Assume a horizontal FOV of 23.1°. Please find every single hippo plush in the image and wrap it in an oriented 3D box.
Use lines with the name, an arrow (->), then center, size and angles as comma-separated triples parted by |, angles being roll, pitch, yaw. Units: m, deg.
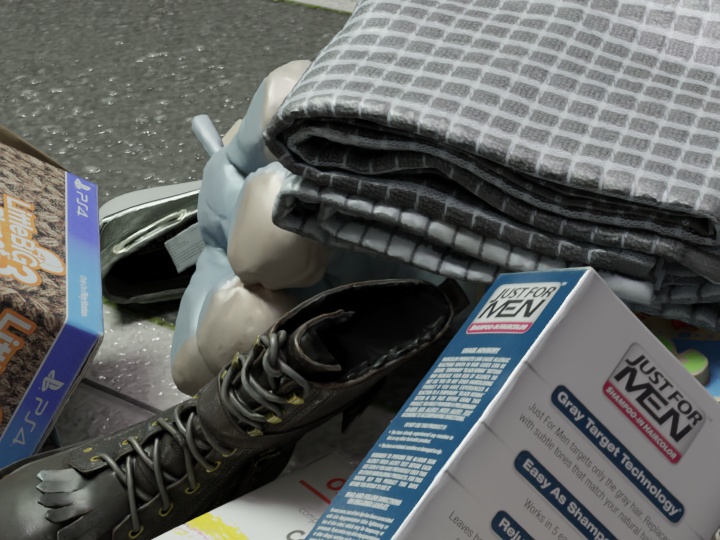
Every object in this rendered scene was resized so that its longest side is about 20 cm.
hippo plush -> 0.000, 0.000, 0.861 | 0.161, 0.159, 0.200 | 14, -10, -16

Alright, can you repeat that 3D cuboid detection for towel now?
towel -> 0.081, -0.066, 0.729 | 0.200, 0.086, 0.166 | 14, 40, 16

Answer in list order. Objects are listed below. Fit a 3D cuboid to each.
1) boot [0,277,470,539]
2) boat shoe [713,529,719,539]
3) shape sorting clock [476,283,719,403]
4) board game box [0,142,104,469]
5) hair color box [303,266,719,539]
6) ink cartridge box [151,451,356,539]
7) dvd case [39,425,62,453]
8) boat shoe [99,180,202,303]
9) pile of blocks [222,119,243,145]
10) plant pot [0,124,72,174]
boot -> -0.067, 0.065, 0.700 | 0.200, 0.069, 0.174 | -26, -10, -41
boat shoe -> 0.152, 0.068, 0.747 | 0.059, 0.072, 0.200 | -4, 30, 12
shape sorting clock -> 0.149, 0.003, 0.745 | 0.200, 0.039, 0.200 | -4, 30, 2
board game box -> -0.229, -0.008, 0.808 | 0.200, 0.097, 0.159 | 24, 21, -21
hair color box -> 0.039, 0.105, 0.589 | 0.200, 0.100, 0.061 | -52, 19, -19
ink cartridge box -> -0.024, 0.139, 0.662 | 0.200, 0.068, 0.116 | -24, 32, -26
dvd case -> -0.208, 0.104, 0.823 | 0.143, 0.018, 0.200 | -15, 30, -12
boat shoe -> -0.051, -0.024, 0.974 | 0.200, 0.071, 0.064 | -18, 29, -3
pile of blocks -> 0.002, -0.086, 1.025 | 0.200, 0.062, 0.082 | -28, 42, -3
plant pot -> -0.273, -0.067, 1.030 | 0.201, 0.201, 0.093 | 25, 83, 45
